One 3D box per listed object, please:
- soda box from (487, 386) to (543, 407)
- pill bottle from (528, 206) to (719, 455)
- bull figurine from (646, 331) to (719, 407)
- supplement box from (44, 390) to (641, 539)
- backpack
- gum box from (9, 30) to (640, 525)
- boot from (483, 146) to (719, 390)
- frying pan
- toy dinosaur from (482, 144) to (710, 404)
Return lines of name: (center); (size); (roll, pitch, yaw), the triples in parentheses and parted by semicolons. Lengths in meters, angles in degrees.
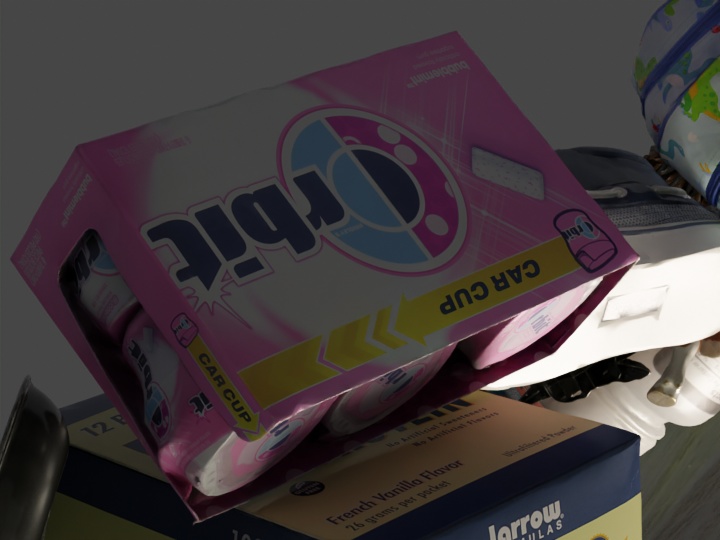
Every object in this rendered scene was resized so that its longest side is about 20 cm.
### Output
soda box: (0.087, 0.091, 1.335); (0.068, 0.064, 0.200); (-41, 164, 13)
pill bottle: (0.189, 0.014, 1.247); (0.200, 0.113, 0.113); (-41, 164, 14)
bull figurine: (0.198, 0.007, 1.091); (0.200, 0.065, 0.121); (-52, -166, 55)
supplement box: (-0.010, 0.151, 0.835); (0.134, 0.200, 0.200); (-19, 113, -42)
backpack: (0.215, -0.101, 0.969); (0.200, 0.154, 0.163); (-55, 174, -14)
gum box: (-0.012, -0.003, 0.776); (0.200, 0.114, 0.066); (-22, 158, -43)
boot: (0.074, -0.007, 0.951); (0.200, 0.090, 0.073); (-3, 125, -41)
frying pan: (-0.134, 0.114, 0.791); (0.190, 0.031, 0.115); (113, -8, -51)
toy dinosaur: (0.111, 0.011, 1.130); (0.200, 0.102, 0.136); (-68, 170, 21)
